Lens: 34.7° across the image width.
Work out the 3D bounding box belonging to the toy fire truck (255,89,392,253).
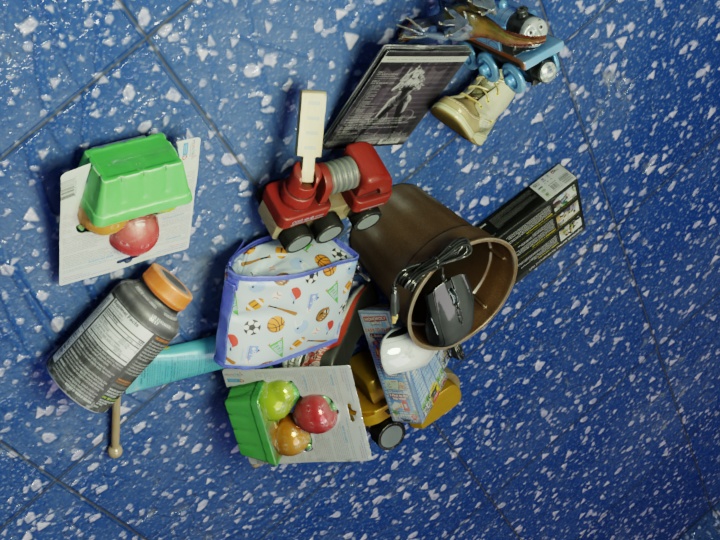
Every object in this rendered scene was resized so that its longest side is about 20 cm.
[{"bbox_3d":[-0.041,-0.142,1.548,0.176,0.129,0.200,-18,158,-29],"label":"toy fire truck"}]

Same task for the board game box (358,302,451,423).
[{"bbox_3d":[0.079,0.103,1.840,0.200,0.062,0.200,-58,134,-38],"label":"board game box"}]

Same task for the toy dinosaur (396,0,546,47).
[{"bbox_3d":[0.117,-0.312,1.496,0.105,0.200,0.181,-51,-176,-4],"label":"toy dinosaur"}]

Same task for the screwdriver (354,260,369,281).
[{"bbox_3d":[0.000,0.000,1.689,0.029,0.200,0.028,-20,99,-11],"label":"screwdriver"}]

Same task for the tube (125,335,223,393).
[{"bbox_3d":[-0.247,0.130,1.686,0.199,0.050,0.078,-13,128,-27],"label":"tube"}]

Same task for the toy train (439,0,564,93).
[{"bbox_3d":[0.189,-0.317,1.551,0.087,0.200,0.114,-31,129,-15],"label":"toy train"}]

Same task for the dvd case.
[{"bbox_3d":[0.046,-0.237,1.580,0.148,0.016,0.200,-8,151,-36],"label":"dvd case"}]

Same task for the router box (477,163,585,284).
[{"bbox_3d":[0.290,-0.069,1.973,0.200,0.051,0.149,-37,143,-10],"label":"router box"}]

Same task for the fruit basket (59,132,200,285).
[{"bbox_3d":[-0.293,-0.076,1.443,0.185,0.094,0.200,-19,151,-28],"label":"fruit basket"}]

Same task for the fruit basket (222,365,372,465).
[{"bbox_3d":[-0.093,0.215,1.736,0.199,0.094,0.186,-7,122,10],"label":"fruit basket"}]

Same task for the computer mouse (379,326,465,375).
[{"bbox_3d":[0.100,0.112,1.779,0.200,0.044,0.110,-24,109,-51],"label":"computer mouse"}]

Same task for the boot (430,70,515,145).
[{"bbox_3d":[0.180,-0.264,1.655,0.155,0.072,0.200,-54,165,10],"label":"boot"}]

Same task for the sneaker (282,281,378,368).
[{"bbox_3d":[-0.051,0.089,1.803,0.202,0.108,0.067,-63,143,-39],"label":"sneaker"}]

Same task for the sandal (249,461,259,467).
[{"bbox_3d":[-0.144,0.209,1.843,0.070,0.078,0.212,32,95,-27],"label":"sandal"}]

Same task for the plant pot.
[{"bbox_3d":[0.096,-0.018,1.731,0.200,0.198,0.201,-24,138,-24],"label":"plant pot"}]

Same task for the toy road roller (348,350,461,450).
[{"bbox_3d":[0.060,0.193,1.955,0.200,0.123,0.146,-31,128,-15],"label":"toy road roller"}]

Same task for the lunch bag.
[{"bbox_3d":[-0.122,0.039,1.651,0.200,0.124,0.170,-22,136,-40],"label":"lunch bag"}]

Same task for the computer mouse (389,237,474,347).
[{"bbox_3d":[0.105,0.057,1.610,0.140,0.046,0.200,-26,138,-24],"label":"computer mouse"}]

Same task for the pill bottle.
[{"bbox_3d":[-0.314,0.085,1.533,0.200,0.106,0.106,-47,142,3],"label":"pill bottle"}]

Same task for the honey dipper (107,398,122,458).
[{"bbox_3d":[-0.353,0.202,1.662,0.038,0.038,0.200,-16,135,-31],"label":"honey dipper"}]
